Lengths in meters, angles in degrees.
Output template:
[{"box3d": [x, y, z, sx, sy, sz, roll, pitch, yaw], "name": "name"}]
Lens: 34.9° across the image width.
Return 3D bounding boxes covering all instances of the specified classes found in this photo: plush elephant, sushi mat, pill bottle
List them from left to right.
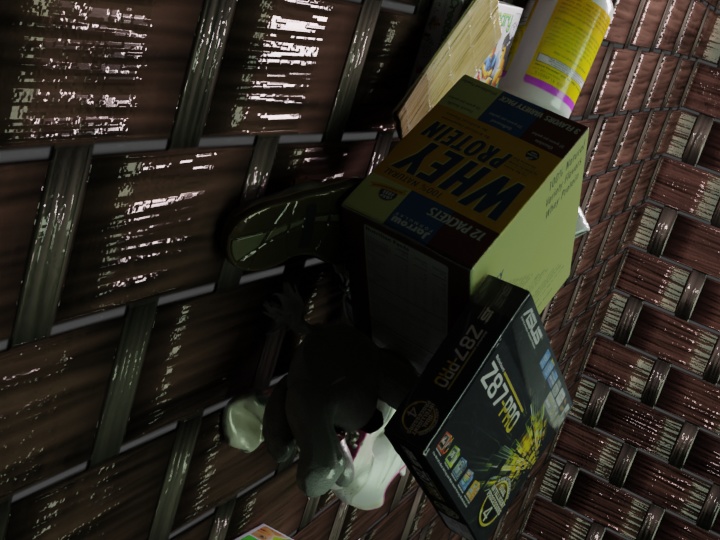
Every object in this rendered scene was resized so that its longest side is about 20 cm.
[{"box3d": [-0.035, 0.130, 1.057, 0.164, 0.201, 0.155, -25, 153, -27], "name": "plush elephant"}, {"box3d": [0.088, -0.195, 1.126, 0.201, 0.012, 0.096, -56, 157, -23], "name": "sushi mat"}, {"box3d": [0.240, -0.286, 1.386, 0.202, 0.103, 0.104, -66, 160, -2], "name": "pill bottle"}]

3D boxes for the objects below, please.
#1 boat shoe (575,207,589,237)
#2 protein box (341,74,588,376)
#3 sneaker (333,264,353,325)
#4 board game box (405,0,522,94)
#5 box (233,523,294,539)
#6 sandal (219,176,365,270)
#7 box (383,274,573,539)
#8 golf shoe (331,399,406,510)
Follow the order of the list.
[{"box3d": [0.166, -0.015, 1.282, 0.199, 0.067, 0.074, -36, 172, 5], "name": "boat shoe"}, {"box3d": [0.097, -0.026, 1.055, 0.199, 0.134, 0.201, -47, 152, -30], "name": "protein box"}, {"box3d": [0.000, 0.000, 1.164, 0.081, 0.075, 0.202, -12, 127, -36], "name": "sneaker"}, {"box3d": [0.111, -0.227, 1.219, 0.200, 0.034, 0.128, -20, 130, -64], "name": "board game box"}, {"box3d": [-0.071, 0.360, 1.150, 0.176, 0.198, 0.098, -3, 114, -67], "name": "box"}, {"box3d": [-0.053, -0.044, 0.982, 0.199, 0.054, 0.083, -14, 127, -48], "name": "sandal"}, {"box3d": [0.106, 0.125, 0.977, 0.162, 0.049, 0.201, -54, 144, -20], "name": "box"}, {"box3d": [0.028, 0.154, 1.180, 0.092, 0.075, 0.201, 49, 64, -28], "name": "golf shoe"}]
